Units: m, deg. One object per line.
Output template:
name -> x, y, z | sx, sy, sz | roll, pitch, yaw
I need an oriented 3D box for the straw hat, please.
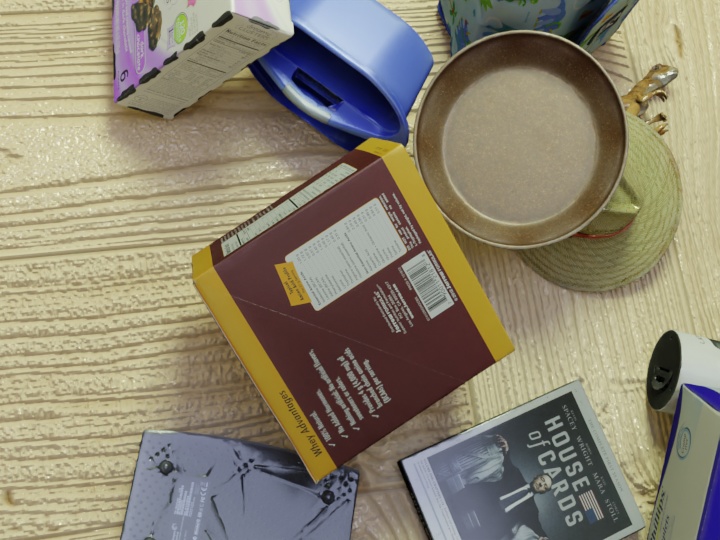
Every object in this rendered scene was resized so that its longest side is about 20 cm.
straw hat -> 0.226, -0.078, 1.011 | 0.196, 0.085, 0.206 | 0, 88, 1

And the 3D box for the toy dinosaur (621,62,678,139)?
toy dinosaur -> 0.259, -0.157, 1.094 | 0.197, 0.061, 0.107 | -22, 58, -23

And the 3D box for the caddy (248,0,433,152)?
caddy -> -0.027, -0.190, 1.000 | 0.199, 0.142, 0.106 | 36, 66, 2

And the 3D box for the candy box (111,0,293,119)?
candy box -> -0.152, -0.261, 0.966 | 0.071, 0.198, 0.171 | 10, 67, -41

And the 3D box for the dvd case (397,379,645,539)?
dvd case -> 0.151, 0.210, 0.973 | 0.197, 0.025, 0.153 | -21, 79, -15

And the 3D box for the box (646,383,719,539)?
box -> 0.376, 0.215, 0.931 | 0.196, 0.105, 0.188 | 9, 99, -6

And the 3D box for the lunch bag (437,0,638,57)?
lunch bag -> 0.195, -0.275, 1.048 | 0.196, 0.170, 0.130 | -8, 74, -14

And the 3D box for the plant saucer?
plant saucer -> 0.147, -0.119, 0.968 | 0.196, 0.037, 0.205 | -1, 85, 8

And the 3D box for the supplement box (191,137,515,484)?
supplement box -> -0.012, 0.027, 0.887 | 0.198, 0.133, 0.199 | -32, 103, -3

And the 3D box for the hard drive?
hard drive -> -0.106, 0.221, 0.914 | 0.196, 0.042, 0.138 | 11, 72, -7

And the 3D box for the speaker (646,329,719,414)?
speaker -> 0.382, 0.118, 1.011 | 0.196, 0.081, 0.083 | 13, 71, -5
